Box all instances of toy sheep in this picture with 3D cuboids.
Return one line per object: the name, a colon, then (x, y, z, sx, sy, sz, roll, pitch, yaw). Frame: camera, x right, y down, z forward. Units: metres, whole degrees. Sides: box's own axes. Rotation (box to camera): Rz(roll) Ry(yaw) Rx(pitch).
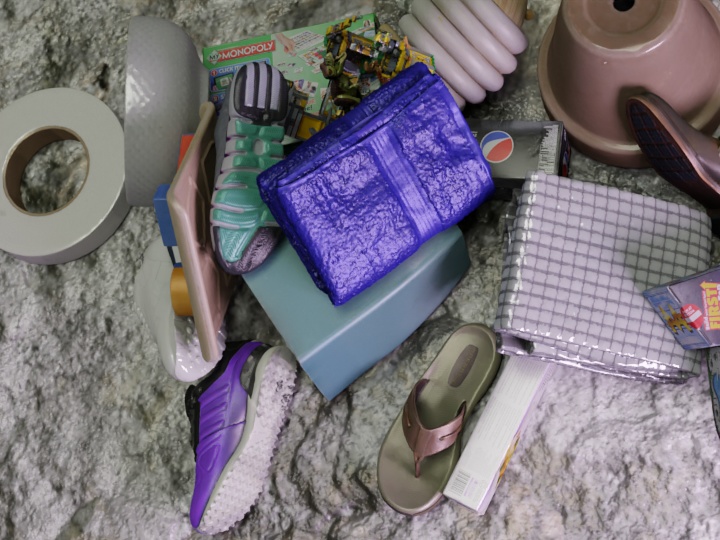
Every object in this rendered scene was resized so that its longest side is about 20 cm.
toy sheep: (0.093, -0.228, 1.401, 0.200, 0.138, 0.138, -47, 67, 14)

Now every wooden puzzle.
wooden puzzle: (-0.159, -0.039, 1.338, 0.046, 0.186, 0.200, -3, 35, 6)

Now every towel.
towel: (0.222, 0.012, 1.284, 0.199, 0.086, 0.167, 11, 77, -8)
towel: (0.020, -0.079, 1.253, 0.200, 0.050, 0.148, -36, 104, -13)

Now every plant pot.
plant pot: (0.000, 0.000, 1.353, 0.200, 0.141, 0.142, -35, 68, -3)
plant pot: (0.261, -0.223, 1.323, 0.199, 0.175, 0.201, -5, 71, 14)

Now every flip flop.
flip flop: (0.074, 0.139, 1.327, 0.081, 0.058, 0.201, 27, 82, 21)

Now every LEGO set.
LEGO set: (-0.028, -0.179, 1.347, 0.154, 0.115, 0.200, -67, 30, 13)

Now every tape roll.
tape roll: (-0.345, -0.105, 1.533, 0.202, 0.037, 0.204, -4, 73, 15)

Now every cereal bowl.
cereal bowl: (-0.199, -0.165, 1.433, 0.083, 0.200, 0.201, 1, 73, -6)

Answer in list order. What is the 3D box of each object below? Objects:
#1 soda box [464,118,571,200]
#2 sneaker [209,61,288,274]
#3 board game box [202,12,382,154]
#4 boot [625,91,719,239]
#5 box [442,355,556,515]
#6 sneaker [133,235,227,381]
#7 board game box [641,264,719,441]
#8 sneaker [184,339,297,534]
soda box: (0.108, -0.113, 1.387, 0.199, 0.071, 0.064, 4, 74, 17)
sneaker: (-0.110, -0.094, 1.314, 0.074, 0.087, 0.201, 10, 85, -21)
board game box: (-0.071, -0.195, 1.487, 0.199, 0.029, 0.135, -9, 71, 13)
boot: (0.336, -0.115, 1.292, 0.097, 0.075, 0.200, -47, 109, -12)
box: (0.142, 0.137, 1.319, 0.041, 0.039, 0.201, 24, 81, 19)
sneaker: (-0.192, 0.043, 1.409, 0.080, 0.076, 0.201, -31, 40, 19)
board game box: (0.359, 0.061, 1.227, 0.199, 0.062, 0.201, -3, 84, -11)
sneaker: (-0.140, 0.162, 1.382, 0.099, 0.070, 0.201, 15, 78, 30)
